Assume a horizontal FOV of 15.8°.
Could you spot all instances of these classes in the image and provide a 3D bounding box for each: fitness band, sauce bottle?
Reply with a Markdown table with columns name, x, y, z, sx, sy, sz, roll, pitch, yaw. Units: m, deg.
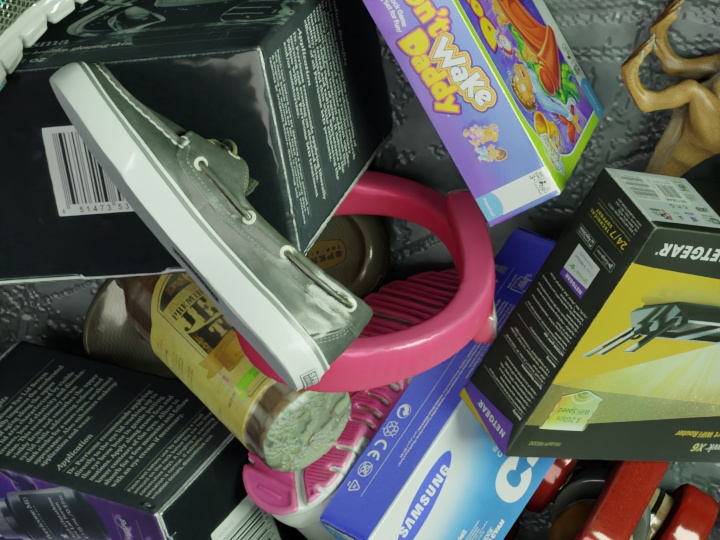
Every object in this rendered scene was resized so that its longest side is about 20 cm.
| name | x | y | z | sx | sy | sz | roll | pitch | yaw |
| --- | --- | --- | --- | --- | --- | --- | --- | --- | --- |
| fitness band | 0.000 | 0.000 | 1.398 | 0.143 | 0.200 | 0.038 | -3 | 121 | -3 |
| sauce bottle | -0.088 | 0.030 | 1.439 | 0.200 | 0.065 | 0.065 | 41 | 121 | 32 |

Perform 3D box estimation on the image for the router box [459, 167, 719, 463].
| name | x | y | z | sx | sy | sz | roll | pitch | yaw |
| --- | --- | --- | --- | --- | --- | --- | --- | --- | --- |
| router box | 0.172 | 0.029 | 1.390 | 0.052 | 0.200 | 0.158 | 53 | 125 | 37 |

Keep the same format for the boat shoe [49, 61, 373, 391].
| name | x | y | z | sx | sy | sz | roll | pitch | yaw |
| --- | --- | --- | --- | --- | --- | --- | --- | --- | --- |
| boat shoe | -0.074 | -0.031 | 1.283 | 0.057 | 0.069 | 0.200 | -40 | 91 | -8 |

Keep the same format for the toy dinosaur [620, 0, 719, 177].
| name | x | y | z | sx | sy | sz | roll | pitch | yaw |
| --- | --- | --- | --- | --- | --- | --- | --- | --- | --- |
| toy dinosaur | 0.186 | -0.085 | 1.406 | 0.106 | 0.060 | 0.200 | 43 | 116 | -6 |

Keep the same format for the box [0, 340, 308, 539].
| name | x | y | z | sx | sy | sz | roll | pitch | yaw |
| --- | --- | --- | --- | --- | --- | --- | --- | --- | --- |
| box | -0.140 | 0.143 | 1.513 | 0.199 | 0.104 | 0.148 | 10 | 132 | 37 |

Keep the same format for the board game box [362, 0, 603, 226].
| name | x | y | z | sx | sy | sz | roll | pitch | yaw |
| --- | --- | --- | --- | --- | --- | --- | --- | --- | --- |
| board game box | 0.053 | -0.139 | 1.378 | 0.045 | 0.135 | 0.200 | -25 | 104 | 23 |

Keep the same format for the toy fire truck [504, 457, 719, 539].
| name | x | y | z | sx | sy | sz | roll | pitch | yaw |
| --- | --- | --- | --- | --- | --- | --- | --- | --- | --- |
| toy fire truck | 0.114 | 0.180 | 1.475 | 0.112 | 0.168 | 0.200 | 33 | 117 | 0 |

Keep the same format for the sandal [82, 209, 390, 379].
| name | x | y | z | sx | sy | sz | roll | pitch | yaw |
| --- | --- | --- | --- | --- | --- | --- | --- | --- | --- |
| sandal | -0.079 | 0.012 | 1.508 | 0.199 | 0.055 | 0.082 | -15 | 83 | 20 |

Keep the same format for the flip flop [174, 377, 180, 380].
| name | x | y | z | sx | sy | sz | roll | pitch | yaw |
| --- | --- | --- | --- | --- | --- | --- | --- | --- | --- |
| flip flop | -0.060 | 0.097 | 1.551 | 0.199 | 0.058 | 0.081 | 19 | 85 | 23 |

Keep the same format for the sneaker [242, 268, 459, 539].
| name | x | y | z | sx | sy | sz | roll | pitch | yaw |
| --- | --- | --- | --- | --- | --- | --- | --- | --- | --- |
| sneaker | 0.019 | 0.082 | 1.474 | 0.081 | 0.200 | 0.088 | 24 | 153 | 43 |

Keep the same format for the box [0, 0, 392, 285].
| name | x | y | z | sx | sy | sz | roll | pitch | yaw |
| --- | --- | --- | --- | --- | --- | --- | --- | --- | --- |
| box | -0.107 | -0.087 | 1.409 | 0.199 | 0.197 | 0.124 | -4 | 110 | 17 |

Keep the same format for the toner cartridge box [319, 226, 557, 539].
| name | x | y | z | sx | sy | sz | roll | pitch | yaw |
| --- | --- | --- | --- | --- | --- | --- | --- | --- | --- |
| toner cartridge box | 0.068 | 0.085 | 1.432 | 0.043 | 0.200 | 0.095 | 22 | 163 | 45 |

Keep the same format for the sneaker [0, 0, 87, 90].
| name | x | y | z | sx | sy | sz | roll | pitch | yaw |
| --- | --- | --- | --- | --- | --- | --- | --- | --- | --- |
| sneaker | -0.183 | -0.165 | 1.309 | 0.077 | 0.200 | 0.091 | 16 | 148 | 32 |
